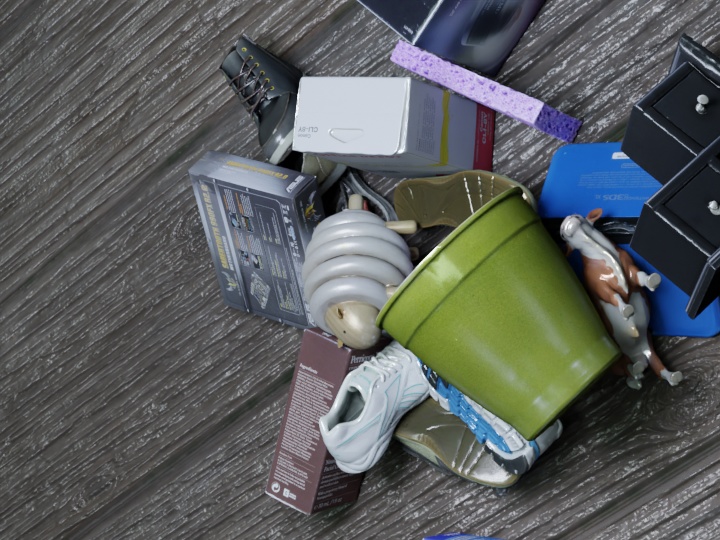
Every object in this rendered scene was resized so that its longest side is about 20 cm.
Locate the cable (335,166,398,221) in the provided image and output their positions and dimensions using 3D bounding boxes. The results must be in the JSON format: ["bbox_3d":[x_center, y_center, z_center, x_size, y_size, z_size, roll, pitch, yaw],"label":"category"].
[{"bbox_3d":[-0.015,-0.093,1.831,0.097,0.050,0.202,-30,72,39],"label":"cable"}]

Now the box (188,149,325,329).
[{"bbox_3d":[-0.107,-0.031,1.823,0.157,0.048,0.202,16,134,33],"label":"box"}]

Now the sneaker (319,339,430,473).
[{"bbox_3d":[0.029,0.124,1.716,0.070,0.080,0.201,22,70,39],"label":"sneaker"}]

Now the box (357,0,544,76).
[{"bbox_3d":[0.119,-0.336,1.684,0.123,0.198,0.201,42,108,25],"label":"box"}]

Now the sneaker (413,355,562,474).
[{"bbox_3d":[0.137,0.124,1.675,0.200,0.086,0.075,49,148,20],"label":"sneaker"}]

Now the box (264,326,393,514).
[{"bbox_3d":[-0.033,0.167,1.783,0.074,0.100,0.203,20,105,32],"label":"box"}]

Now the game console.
[{"bbox_3d":[0.292,-0.035,1.655,0.198,0.119,0.172,1,55,32],"label":"game console"}]

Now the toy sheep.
[{"bbox_3d":[0.000,0.000,1.725,0.137,0.138,0.202,-26,43,28],"label":"toy sheep"}]

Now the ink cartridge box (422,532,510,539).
[{"bbox_3d":[0.136,0.360,1.687,0.198,0.076,0.138,2,86,34],"label":"ink cartridge box"}]

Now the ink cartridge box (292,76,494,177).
[{"bbox_3d":[0.040,-0.155,1.717,0.144,0.199,0.085,4,87,32],"label":"ink cartridge box"}]

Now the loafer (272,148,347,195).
[{"bbox_3d":[-0.087,-0.099,1.846,0.200,0.069,0.076,-53,47,37],"label":"loafer"}]

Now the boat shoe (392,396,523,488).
[{"bbox_3d":[0.103,0.189,1.729,0.199,0.066,0.072,22,73,34],"label":"boat shoe"}]

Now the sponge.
[{"bbox_3d":[0.137,-0.196,1.712,0.199,0.111,0.030,30,100,30],"label":"sponge"}]

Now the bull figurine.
[{"bbox_3d":[0.261,0.032,1.585,0.065,0.202,0.121,-27,27,-7],"label":"bull figurine"}]

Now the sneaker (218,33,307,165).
[{"bbox_3d":[-0.118,-0.198,1.815,0.075,0.106,0.201,-49,19,21],"label":"sneaker"}]

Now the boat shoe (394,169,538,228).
[{"bbox_3d":[0.123,-0.074,1.710,0.199,0.063,0.074,0,98,48],"label":"boat shoe"}]

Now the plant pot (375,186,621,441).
[{"bbox_3d":[0.151,0.056,1.554,0.193,0.200,0.201,47,110,11],"label":"plant pot"}]

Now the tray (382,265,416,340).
[{"bbox_3d":[0.093,0.059,1.770,0.198,0.022,0.109,15,93,33],"label":"tray"}]

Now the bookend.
[{"bbox_3d":[0.321,-0.095,1.524,0.198,0.093,0.200,-38,67,-24],"label":"bookend"}]
